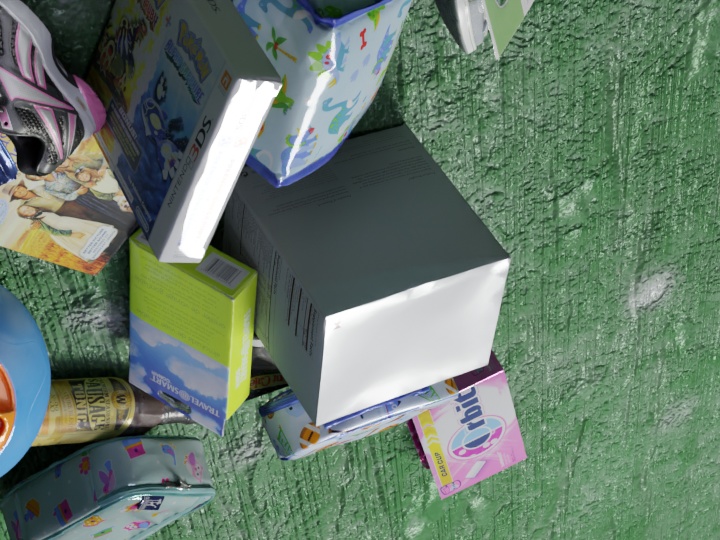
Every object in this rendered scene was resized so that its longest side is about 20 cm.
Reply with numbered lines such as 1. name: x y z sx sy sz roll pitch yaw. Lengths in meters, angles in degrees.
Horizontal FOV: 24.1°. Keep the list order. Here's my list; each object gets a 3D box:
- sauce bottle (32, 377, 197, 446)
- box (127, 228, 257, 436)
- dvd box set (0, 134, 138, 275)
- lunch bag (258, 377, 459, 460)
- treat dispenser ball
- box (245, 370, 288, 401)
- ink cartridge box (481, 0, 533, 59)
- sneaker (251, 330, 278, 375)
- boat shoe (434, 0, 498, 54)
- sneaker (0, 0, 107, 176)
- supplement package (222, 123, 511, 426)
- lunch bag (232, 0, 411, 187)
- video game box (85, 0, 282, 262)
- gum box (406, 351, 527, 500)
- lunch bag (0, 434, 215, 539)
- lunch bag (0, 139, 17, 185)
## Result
1. sauce bottle: -0.254 0.136 1.667 0.199 0.066 0.066 -4 134 -30
2. box: -0.160 0.055 1.585 0.048 0.122 0.201 -47 157 -38
3. dvd box set: -0.270 -0.077 1.455 0.199 0.029 0.146 21 120 -43
4. lunch bag: 0.001 0.129 1.697 0.199 0.076 0.160 -20 175 -11
5. treat dispenser ball: -0.367 0.095 1.450 0.200 0.201 0.201 -16 139 -15
6. box: -0.064 0.056 1.711 0.199 0.038 0.137 -19 139 -12
7. ink cartridge box: 0.128 -0.293 1.365 0.200 0.048 0.146 -55 148 -23
8. sneaker: -0.036 0.062 1.657 0.199 0.067 0.091 -7 138 -19
9. boat shoe: 0.093 -0.273 1.429 0.064 0.075 0.203 -18 132 -9
10. sneaker: -0.276 -0.147 1.303 0.200 0.080 0.087 50 63 -40
11. supplement package: 0.000 0.000 1.548 0.190 0.200 0.148 -17 139 -23
12. lunch bag: -0.029 -0.191 1.406 0.200 0.127 0.171 -31 152 -47
13. video game box: -0.148 -0.138 1.327 0.047 0.200 0.183 2 131 -37
14. gum box: 0.114 0.169 1.912 0.113 0.066 0.200 -26 141 -5
15. lunch bag: -0.250 0.234 1.716 0.199 0.077 0.160 -29 155 30
16. lunch bag: -0.366 -0.108 1.244 0.132 0.200 0.136 -40 141 -15
